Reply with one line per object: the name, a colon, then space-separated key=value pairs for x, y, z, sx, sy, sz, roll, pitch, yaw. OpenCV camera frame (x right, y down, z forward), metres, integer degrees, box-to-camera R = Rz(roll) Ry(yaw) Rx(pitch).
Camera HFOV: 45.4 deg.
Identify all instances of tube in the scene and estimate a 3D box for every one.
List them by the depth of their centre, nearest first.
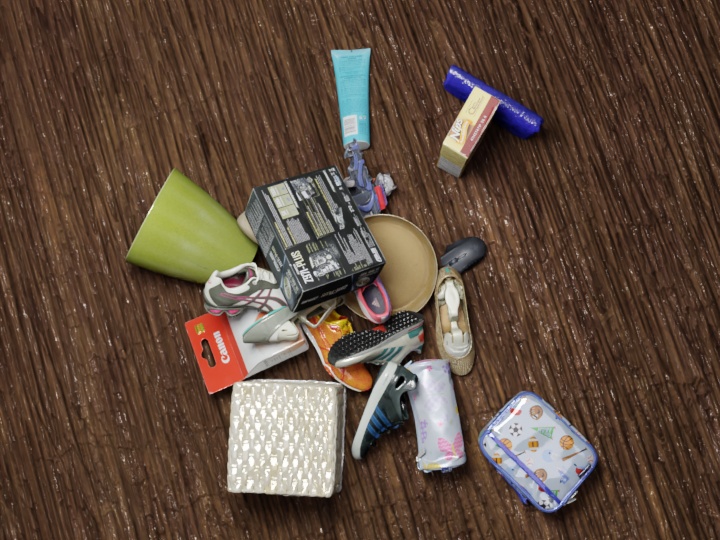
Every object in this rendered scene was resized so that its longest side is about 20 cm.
tube: x=-0.013 y=-0.333 z=1.653 sx=0.076 sy=0.050 sz=0.203 roll=-2 pitch=77 yaw=-4

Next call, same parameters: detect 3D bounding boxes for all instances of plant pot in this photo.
plant pot: x=-0.293 y=-0.053 z=1.560 sx=0.199 sy=0.187 sz=0.189 roll=29 pitch=83 yaw=-12
plant pot: x=0.044 y=-0.005 z=1.582 sx=0.197 sy=0.027 sz=0.203 roll=2 pitch=103 yaw=10

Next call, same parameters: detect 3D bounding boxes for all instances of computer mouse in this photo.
computer mouse: x=0.149 y=-0.001 z=1.610 sx=0.199 sy=0.034 sz=0.059 roll=-33 pitch=84 yaw=-3

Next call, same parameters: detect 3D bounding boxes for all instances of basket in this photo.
basket: x=-0.126 y=0.289 z=1.508 sx=0.195 sy=0.161 sz=0.203 roll=2 pitch=80 yaw=2

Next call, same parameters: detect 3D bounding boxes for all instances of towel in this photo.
towel: x=0.243 y=-0.308 z=1.599 sx=0.199 sy=0.148 sz=0.050 roll=32 pitch=101 yaw=4

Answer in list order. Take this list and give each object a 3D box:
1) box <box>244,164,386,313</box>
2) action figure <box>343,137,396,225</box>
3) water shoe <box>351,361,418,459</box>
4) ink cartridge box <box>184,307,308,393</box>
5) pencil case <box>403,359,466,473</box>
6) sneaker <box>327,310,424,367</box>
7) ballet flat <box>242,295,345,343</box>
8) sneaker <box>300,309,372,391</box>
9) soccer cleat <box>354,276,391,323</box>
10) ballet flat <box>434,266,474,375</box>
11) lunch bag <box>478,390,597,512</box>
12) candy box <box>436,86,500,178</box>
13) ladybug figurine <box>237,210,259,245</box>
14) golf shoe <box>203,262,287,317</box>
box: x=-0.078 y=-0.055 z=1.444 sx=0.162 sy=0.086 sz=0.202 roll=-20 pitch=71 yaw=-27
action figure: x=-0.030 y=-0.155 z=1.593 sx=0.191 sy=0.105 sz=0.202 roll=-11 pitch=119 yaw=-8
water shoe: x=0.043 y=0.261 z=1.522 sx=0.078 sy=0.072 sz=0.202 roll=21 pitch=113 yaw=5
ink cartridge box: x=-0.212 y=0.108 z=1.562 sx=0.198 sy=0.050 sz=0.163 roll=-23 pitch=61 yaw=-6
pencil case: x=0.132 y=0.259 z=1.548 sx=0.089 sy=0.083 sz=0.203 roll=-9 pitch=82 yaw=3
sneaker: x=0.035 y=0.148 z=1.535 sx=0.198 sy=0.070 sz=0.094 roll=-23 pitch=119 yaw=-27
ballet flat: x=-0.111 y=0.083 z=1.498 sx=0.199 sy=0.068 sz=0.064 roll=-33 pitch=72 yaw=-20
sneaker: x=-0.040 y=0.131 z=1.562 sx=0.077 sy=0.073 sz=0.201 roll=-39 pitch=85 yaw=34
soccer cleat: x=0.000 y=0.000 z=1.522 sx=0.066 sy=0.076 sz=0.202 roll=-25 pitch=88 yaw=-9
ballet flat: x=0.168 y=0.095 z=1.567 sx=0.070 sy=0.065 sz=0.203 roll=-12 pitch=91 yaw=1
lunch bag: x=0.316 y=0.329 z=1.544 sx=0.200 sy=0.076 sz=0.160 roll=44 pitch=87 yaw=7
candy box: x=0.192 y=-0.245 z=1.556 sx=0.055 sy=0.200 sz=0.116 roll=30 pitch=88 yaw=5
ladybug figurine: x=-0.127 y=-0.056 z=1.547 sx=0.199 sy=0.136 sz=0.072 roll=34 pitch=93 yaw=-23
golf shoe: x=-0.176 y=0.029 z=1.508 sx=0.198 sy=0.089 sz=0.078 roll=-10 pitch=56 yaw=-23
